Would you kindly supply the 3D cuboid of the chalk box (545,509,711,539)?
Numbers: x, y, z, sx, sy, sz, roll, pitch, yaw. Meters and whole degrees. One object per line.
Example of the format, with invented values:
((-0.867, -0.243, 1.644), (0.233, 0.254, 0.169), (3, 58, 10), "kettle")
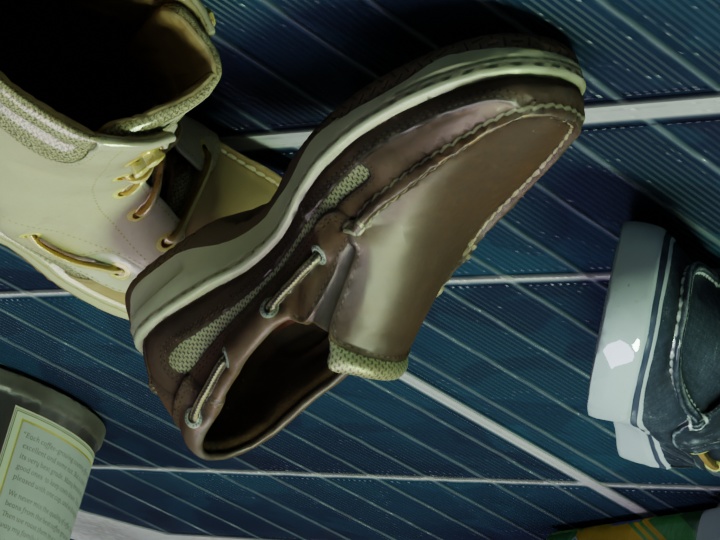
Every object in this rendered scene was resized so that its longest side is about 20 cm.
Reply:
((0.153, 0.202, 1.455), (0.124, 0.125, 0.200), (23, 160, -23), "chalk box")

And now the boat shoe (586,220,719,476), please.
((0.136, 0.034, 1.050), (0.091, 0.071, 0.200), (10, 169, 13), "boat shoe")

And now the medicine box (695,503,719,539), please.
((0.232, 0.221, 1.311), (0.182, 0.201, 0.103), (21, 162, -17), "medicine box")

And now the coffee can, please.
((-0.229, 0.156, 1.517), (0.146, 0.201, 0.146), (14, 163, 4), "coffee can")

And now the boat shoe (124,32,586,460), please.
((0.005, 0.001, 0.936), (0.075, 0.075, 0.202), (5, 150, -39), "boat shoe")

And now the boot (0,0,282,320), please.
((-0.071, -0.042, 0.987), (0.200, 0.073, 0.155), (25, 160, -19), "boot")
